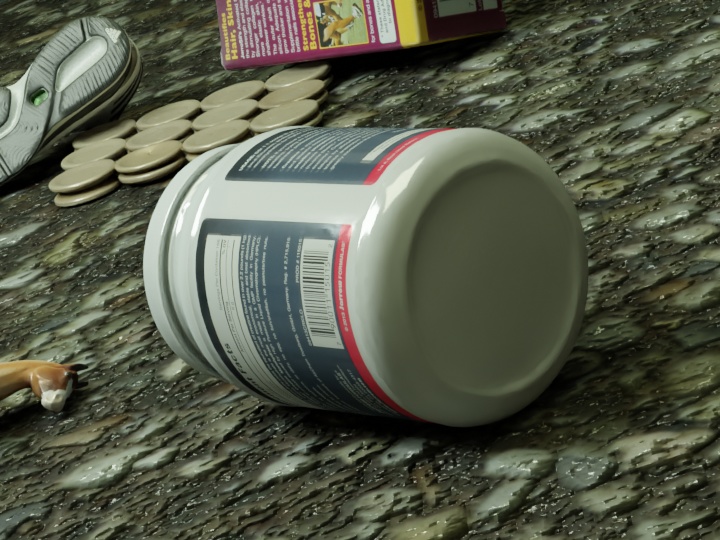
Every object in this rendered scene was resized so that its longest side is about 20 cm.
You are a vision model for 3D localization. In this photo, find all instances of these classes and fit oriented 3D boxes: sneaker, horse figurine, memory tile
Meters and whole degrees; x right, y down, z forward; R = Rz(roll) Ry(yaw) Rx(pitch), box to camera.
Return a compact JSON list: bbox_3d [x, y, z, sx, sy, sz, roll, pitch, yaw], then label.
[{"bbox_3d":[-0.239,-0.102,2.155,0.200,0.076,0.115,-35,-15,3],"label":"sneaker"},{"bbox_3d":[-0.260,0.086,1.593,0.199,0.050,0.133,-14,18,17],"label":"horse figurine"},{"bbox_3d":[-0.117,-0.097,2.064,0.199,0.017,0.153,-16,17,8],"label":"memory tile"}]

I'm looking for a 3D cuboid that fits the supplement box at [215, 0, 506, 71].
[{"bbox_3d":[-0.007,-0.221,2.108,0.200,0.131,0.103,-2,9,43],"label":"supplement box"}]

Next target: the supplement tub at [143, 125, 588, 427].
[{"bbox_3d":[0.000,0.000,1.428,0.140,0.141,0.200,-31,21,-33],"label":"supplement tub"}]
